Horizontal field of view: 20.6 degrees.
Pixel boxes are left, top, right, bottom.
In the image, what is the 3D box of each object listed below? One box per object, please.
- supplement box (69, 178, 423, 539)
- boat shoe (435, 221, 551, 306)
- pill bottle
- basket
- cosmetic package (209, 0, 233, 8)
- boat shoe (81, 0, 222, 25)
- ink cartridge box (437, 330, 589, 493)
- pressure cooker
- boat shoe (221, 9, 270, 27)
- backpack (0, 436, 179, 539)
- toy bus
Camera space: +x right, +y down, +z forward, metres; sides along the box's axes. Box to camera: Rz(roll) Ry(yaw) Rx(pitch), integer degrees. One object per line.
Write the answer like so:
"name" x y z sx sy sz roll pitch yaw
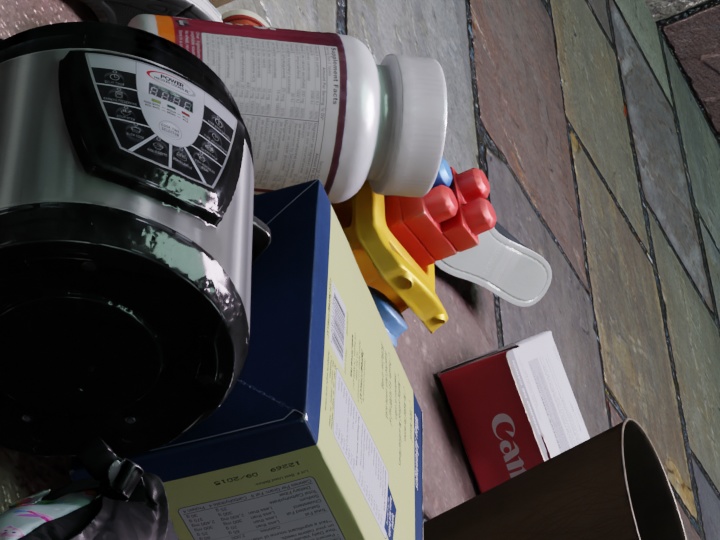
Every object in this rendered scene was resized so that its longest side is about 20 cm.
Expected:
"supplement box" -0.055 0.097 1.137 0.200 0.134 0.200 -88 160 -49
"boat shoe" 0.097 -0.027 1.860 0.200 0.076 0.060 40 -5 -39
"pill bottle" -0.053 -0.100 1.267 0.110 0.199 0.110 -176 -90 -76
"basket" 0.131 0.222 1.464 0.136 0.200 0.181 48 27 -46
"cosmetic package" -0.129 -0.288 1.427 0.200 0.105 0.071 52 26 -38
"boat shoe" -0.153 -0.197 1.315 0.202 0.074 0.065 36 41 -47
"ink cartridge box" 0.147 0.166 1.752 0.200 0.084 0.176 70 18 4
"pressure cooker" -0.142 -0.028 1.013 0.200 0.178 0.176 -91 171 -45
"boat shoe" -0.048 -0.111 1.509 0.200 0.071 0.063 51 14 -33
"backpack" -0.140 0.182 0.865 0.167 0.126 0.200 59 19 4
"toy bus" 0.000 0.000 1.350 0.136 0.192 0.200 50 28 -48
